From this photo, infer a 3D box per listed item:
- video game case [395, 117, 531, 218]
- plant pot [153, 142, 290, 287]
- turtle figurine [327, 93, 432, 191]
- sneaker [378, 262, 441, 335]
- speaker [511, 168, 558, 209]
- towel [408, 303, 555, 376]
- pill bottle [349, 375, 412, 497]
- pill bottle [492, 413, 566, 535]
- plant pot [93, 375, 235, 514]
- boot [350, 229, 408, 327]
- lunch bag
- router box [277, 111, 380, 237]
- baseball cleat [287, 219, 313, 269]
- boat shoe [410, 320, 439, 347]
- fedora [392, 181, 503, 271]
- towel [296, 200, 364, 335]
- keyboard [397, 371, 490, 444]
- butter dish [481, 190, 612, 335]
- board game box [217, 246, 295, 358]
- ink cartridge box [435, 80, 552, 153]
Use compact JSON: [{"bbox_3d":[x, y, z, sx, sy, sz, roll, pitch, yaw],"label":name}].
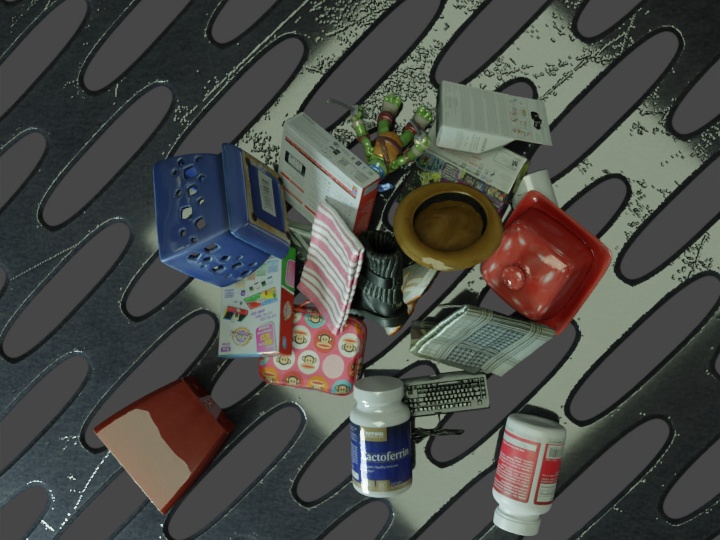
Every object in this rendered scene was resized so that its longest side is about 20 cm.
[{"bbox_3d":[0.185,-0.162,1.605,0.199,0.036,0.183,30,100,25],"label":"video game case"},{"bbox_3d":[-0.239,-0.104,1.571,0.178,0.200,0.202,-18,68,22],"label":"plant pot"},{"bbox_3d":[0.061,-0.262,1.563,0.142,0.195,0.202,-4,124,26],"label":"turtle figurine"},{"bbox_3d":[0.083,0.020,1.646,0.092,0.076,0.201,36,95,8],"label":"sneaker"},{"bbox_3d":[0.333,-0.078,1.607,0.080,0.081,0.202,-18,90,7],"label":"speaker"},{"bbox_3d":[0.212,0.131,1.556,0.191,0.200,0.035,16,56,-23],"label":"towel"},{"bbox_3d":[0.038,0.306,1.627,0.114,0.116,0.203,-2,101,7],"label":"pill bottle"},{"bbox_3d":[0.306,0.375,1.612,0.111,0.112,0.203,12,93,6],"label":"pill bottle"},{"bbox_3d":[-0.351,0.307,1.656,0.176,0.200,0.200,-41,88,-4],"label":"plant pot"},{"bbox_3d":[0.002,-0.001,1.574,0.210,0.079,0.159,18,132,37],"label":"boot"},{"bbox_3d":[-0.089,0.137,1.664,0.197,0.082,0.178,10,93,7],"label":"lunch bag"},{"bbox_3d":[-0.064,-0.157,1.585,0.200,0.180,0.049,41,56,19],"label":"router box"},{"bbox_3d":[-0.116,-0.045,1.667,0.197,0.070,0.108,10,93,7],"label":"baseball cleat"},{"bbox_3d":[0.189,0.111,1.635,0.198,0.072,0.067,-7,83,5],"label":"boat shoe"},{"bbox_3d":[0.149,-0.063,1.525,0.198,0.082,0.202,3,56,-4],"label":"fedora"},{"bbox_3d":[-0.055,-0.004,1.565,0.147,0.030,0.202,49,136,39],"label":"towel"},{"bbox_3d":[0.148,0.263,1.673,0.197,0.021,0.129,-8,91,8],"label":"keyboard"},{"bbox_3d":[0.293,-0.002,1.513,0.199,0.147,0.201,43,124,22],"label":"butter dish"},{"bbox_3d":[-0.195,0.060,1.641,0.152,0.040,0.203,-6,77,33],"label":"board game box"},{"bbox_3d":[0.236,-0.267,1.580,0.198,0.163,0.057,13,130,-6],"label":"ink cartridge box"}]
